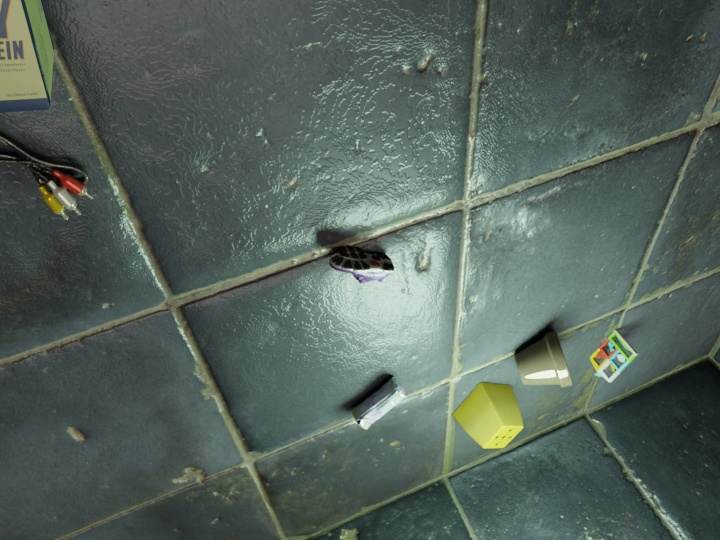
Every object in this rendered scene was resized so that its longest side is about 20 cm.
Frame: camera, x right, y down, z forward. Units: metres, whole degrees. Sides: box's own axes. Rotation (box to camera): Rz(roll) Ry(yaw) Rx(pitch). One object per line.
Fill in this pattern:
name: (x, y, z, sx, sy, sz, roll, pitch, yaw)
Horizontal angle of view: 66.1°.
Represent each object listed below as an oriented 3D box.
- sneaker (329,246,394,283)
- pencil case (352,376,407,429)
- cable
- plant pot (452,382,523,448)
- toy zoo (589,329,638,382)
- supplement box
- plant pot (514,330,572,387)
sneaker: (0.000, 0.000, 1.413, 0.196, 0.082, 0.084, 11, 130, -37)
pencil case: (0.063, 0.446, 1.861, 0.199, 0.084, 0.090, -40, 159, 9)
cable: (-0.555, -0.175, 0.956, 0.096, 0.051, 0.200, -36, 139, 6)
plant pot: (0.517, 0.581, 2.173, 0.196, 0.178, 0.202, 13, 123, -36)
toy zoo: (1.037, 0.366, 2.292, 0.020, 0.133, 0.202, 8, 126, -33)
supplement box: (-0.496, -0.344, 0.718, 0.131, 0.202, 0.204, -10, 134, -19)
plant pot: (0.671, 0.347, 2.048, 0.171, 0.204, 0.201, -20, 140, 16)
